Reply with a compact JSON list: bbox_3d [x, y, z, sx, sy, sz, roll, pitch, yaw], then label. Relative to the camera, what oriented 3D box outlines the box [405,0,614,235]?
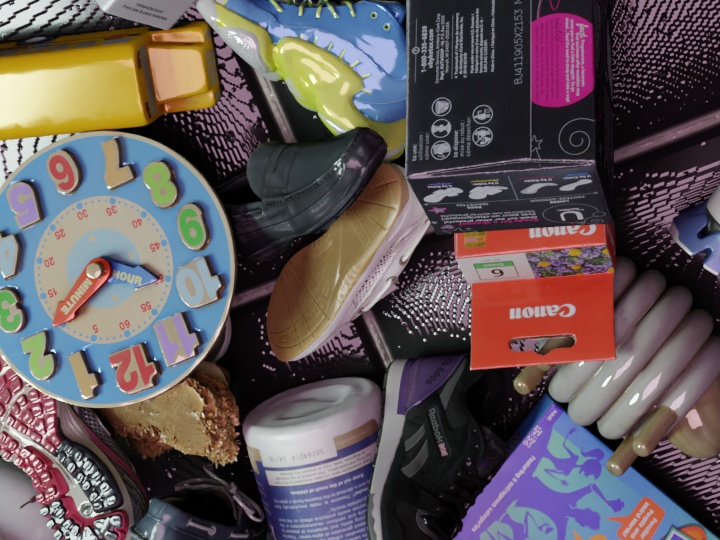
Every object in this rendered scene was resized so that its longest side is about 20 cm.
[{"bbox_3d":[0.102,-0.137,1.396,0.131,0.115,0.201,-4,69,13],"label":"box"}]

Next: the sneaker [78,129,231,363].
[{"bbox_3d":[-0.170,-0.006,1.554,0.077,0.082,0.201,-27,100,18],"label":"sneaker"}]

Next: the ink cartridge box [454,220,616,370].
[{"bbox_3d":[0.122,-0.035,1.441,0.108,0.050,0.201,-5,64,13],"label":"ink cartridge box"}]

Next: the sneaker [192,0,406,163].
[{"bbox_3d":[-0.027,-0.172,1.490,0.200,0.076,0.105,41,92,-2],"label":"sneaker"}]

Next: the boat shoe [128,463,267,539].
[{"bbox_3d":[-0.115,0.188,1.548,0.075,0.200,0.062,28,99,22],"label":"boat shoe"}]

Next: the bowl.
[{"bbox_3d":[-0.263,0.207,1.614,0.201,0.090,0.201,30,154,16],"label":"bowl"}]

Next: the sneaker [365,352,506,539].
[{"bbox_3d":[0.060,0.147,1.500,0.087,0.201,0.076,-10,148,24],"label":"sneaker"}]

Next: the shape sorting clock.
[{"bbox_3d":[-0.186,-0.001,1.488,0.199,0.039,0.201,0,91,11],"label":"shape sorting clock"}]

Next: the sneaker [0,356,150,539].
[{"bbox_3d":[-0.229,0.128,1.549,0.081,0.075,0.200,-37,74,17],"label":"sneaker"}]

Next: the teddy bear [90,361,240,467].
[{"bbox_3d":[-0.172,0.086,1.572,0.199,0.067,0.146,-6,112,40],"label":"teddy bear"}]

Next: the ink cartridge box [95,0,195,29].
[{"bbox_3d":[-0.128,-0.292,1.430,0.200,0.084,0.146,-45,67,20],"label":"ink cartridge box"}]

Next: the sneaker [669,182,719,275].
[{"bbox_3d":[0.329,-0.019,1.449,0.199,0.081,0.115,32,113,2],"label":"sneaker"}]

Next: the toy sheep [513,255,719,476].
[{"bbox_3d":[0.187,0.059,1.477,0.200,0.138,0.138,43,110,2],"label":"toy sheep"}]

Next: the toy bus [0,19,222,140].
[{"bbox_3d":[-0.207,-0.139,1.522,0.199,0.078,0.065,-5,106,13],"label":"toy bus"}]

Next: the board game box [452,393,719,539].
[{"bbox_3d":[0.169,0.214,1.544,0.200,0.045,0.152,38,92,-6],"label":"board game box"}]

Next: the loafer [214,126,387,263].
[{"bbox_3d":[-0.050,-0.061,1.476,0.070,0.068,0.200,43,148,-12],"label":"loafer"}]

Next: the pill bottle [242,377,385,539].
[{"bbox_3d":[-0.013,0.192,1.568,0.110,0.111,0.201,-11,104,15],"label":"pill bottle"}]

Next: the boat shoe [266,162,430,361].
[{"bbox_3d":[0.000,0.000,1.528,0.200,0.069,0.071,-49,53,38],"label":"boat shoe"}]
